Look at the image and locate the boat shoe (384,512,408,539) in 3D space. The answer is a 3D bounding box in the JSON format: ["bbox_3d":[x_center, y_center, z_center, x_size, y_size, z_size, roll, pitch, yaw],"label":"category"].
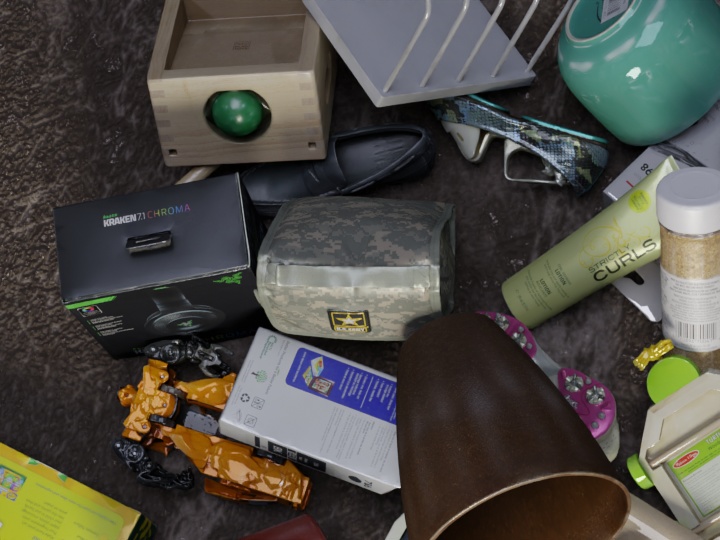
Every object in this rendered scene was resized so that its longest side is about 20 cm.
[{"bbox_3d":[0.078,0.206,1.658,0.061,0.075,0.201,28,68,12],"label":"boat shoe"}]

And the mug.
[{"bbox_3d":[0.249,-0.213,1.726,0.152,0.114,0.185,-52,30,-2],"label":"mug"}]

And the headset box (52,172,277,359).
[{"bbox_3d":[-0.171,-0.003,1.696,0.172,0.200,0.094,-10,70,3],"label":"headset box"}]

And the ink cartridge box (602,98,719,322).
[{"bbox_3d":[0.303,-0.064,1.722,0.200,0.067,0.116,-43,73,-7],"label":"ink cartridge box"}]

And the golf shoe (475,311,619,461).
[{"bbox_3d":[0.157,0.111,1.686,0.075,0.092,0.200,-43,49,-8],"label":"golf shoe"}]

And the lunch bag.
[{"bbox_3d":[0.000,0.000,1.664,0.162,0.200,0.119,2,99,8],"label":"lunch bag"}]

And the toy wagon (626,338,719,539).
[{"bbox_3d":[0.309,0.147,1.630,0.155,0.040,0.201,-34,86,16],"label":"toy wagon"}]

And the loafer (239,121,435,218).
[{"bbox_3d":[-0.026,-0.101,1.776,0.198,0.070,0.069,-14,72,3],"label":"loafer"}]

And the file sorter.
[{"bbox_3d":[0.078,-0.254,1.726,0.199,0.125,0.139,-12,57,-39],"label":"file sorter"}]

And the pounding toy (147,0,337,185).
[{"bbox_3d":[-0.121,-0.158,1.765,0.182,0.143,0.201,-2,41,7],"label":"pounding toy"}]

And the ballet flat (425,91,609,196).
[{"bbox_3d":[0.135,-0.124,1.768,0.198,0.074,0.075,22,76,17],"label":"ballet flat"}]

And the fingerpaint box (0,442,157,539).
[{"bbox_3d":[-0.312,0.259,1.696,0.198,0.073,0.168,23,76,14],"label":"fingerpaint box"}]

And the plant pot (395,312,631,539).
[{"bbox_3d":[0.103,0.141,1.564,0.185,0.188,0.201,-22,55,0],"label":"plant pot"}]

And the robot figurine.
[{"bbox_3d":[-0.130,0.145,1.718,0.198,0.058,0.146,17,75,12],"label":"robot figurine"}]

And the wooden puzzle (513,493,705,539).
[{"bbox_3d":[0.181,0.279,1.620,0.184,0.046,0.201,31,92,16],"label":"wooden puzzle"}]

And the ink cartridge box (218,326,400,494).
[{"bbox_3d":[-0.018,0.131,1.665,0.198,0.039,0.100,20,65,8],"label":"ink cartridge box"}]

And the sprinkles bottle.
[{"bbox_3d":[0.294,0.011,1.632,0.067,0.202,0.069,-5,34,4],"label":"sprinkles bottle"}]

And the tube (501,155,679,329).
[{"bbox_3d":[0.218,-0.019,1.685,0.199,0.058,0.052,-33,36,23],"label":"tube"}]

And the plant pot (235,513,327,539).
[{"bbox_3d":[-0.100,0.316,1.598,0.194,0.201,0.202,-24,70,-10],"label":"plant pot"}]
